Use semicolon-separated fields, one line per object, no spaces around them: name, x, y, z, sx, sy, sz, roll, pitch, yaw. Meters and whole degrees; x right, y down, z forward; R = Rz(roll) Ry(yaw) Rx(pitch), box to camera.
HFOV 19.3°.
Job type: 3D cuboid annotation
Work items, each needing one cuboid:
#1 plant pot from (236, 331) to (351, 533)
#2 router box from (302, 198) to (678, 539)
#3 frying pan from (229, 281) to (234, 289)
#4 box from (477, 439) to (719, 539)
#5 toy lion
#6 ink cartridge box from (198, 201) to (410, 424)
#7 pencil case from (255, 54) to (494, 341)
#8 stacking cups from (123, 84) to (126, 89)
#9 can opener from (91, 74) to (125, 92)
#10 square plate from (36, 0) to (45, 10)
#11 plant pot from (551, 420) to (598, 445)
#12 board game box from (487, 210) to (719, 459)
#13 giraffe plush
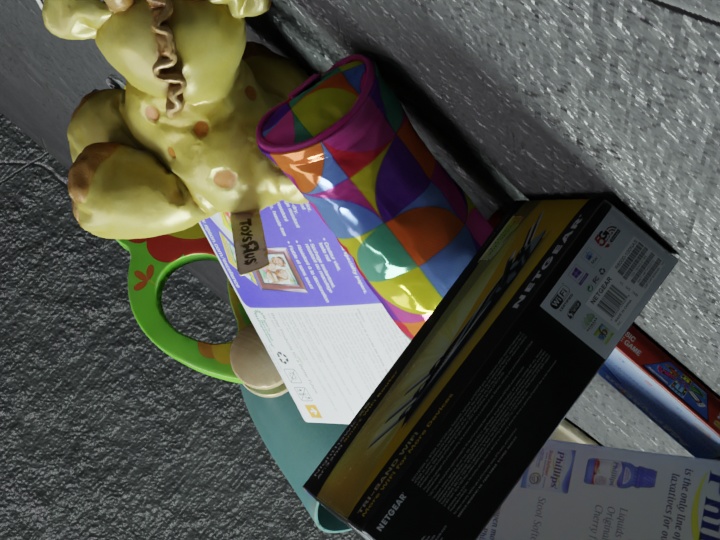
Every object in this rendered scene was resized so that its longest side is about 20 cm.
plant pot;-0.005;0.080;1.685;0.161;0.200;0.201;49;177;22
router box;0.061;0.056;1.083;0.052;0.200;0.157;38;173;-10
frying pan;0.011;0.013;1.421;0.189;0.031;0.115;-24;112;42
box;0.186;0.189;1.320;0.199;0.106;0.184;6;159;22
toy lion;-0.105;-0.033;1.501;0.190;0.201;0.069;21;173;6
ink cartridge box;-0.003;0.013;1.348;0.199;0.043;0.199;0;123;49
pencil case;0.024;-0.027;1.187;0.200;0.088;0.088;54;167;-31
stacking cups;-0.100;-0.071;1.586;0.200;0.060;0.061;52;177;18
can opener;-0.157;-0.103;1.890;0.200;0.067;0.053;37;173;-10
square plate;-0.213;-0.253;1.120;0.201;0.028;0.198;63;175;7
plant pot;0.159;0.245;1.819;0.200;0.184;0.200;39;173;6
board game box;0.147;0.042;1.283;0.200;0.019;0.103;41;171;2
giraffe plush;-0.105;-0.114;1.223;0.200;0.172;0.163;49;161;52
